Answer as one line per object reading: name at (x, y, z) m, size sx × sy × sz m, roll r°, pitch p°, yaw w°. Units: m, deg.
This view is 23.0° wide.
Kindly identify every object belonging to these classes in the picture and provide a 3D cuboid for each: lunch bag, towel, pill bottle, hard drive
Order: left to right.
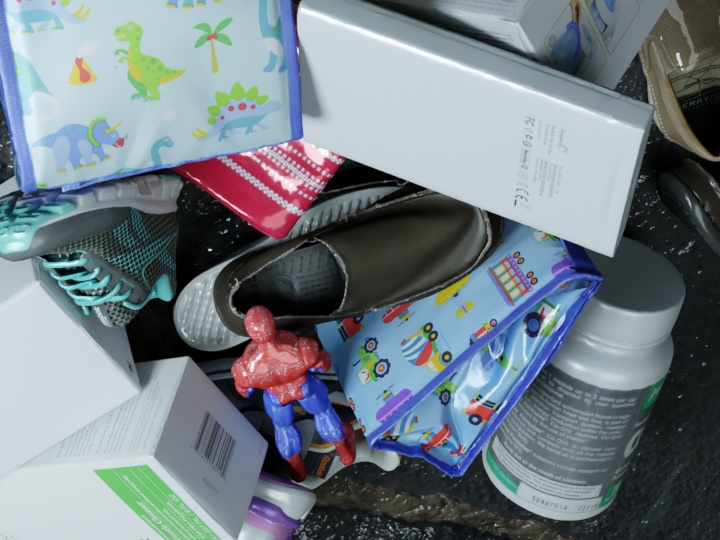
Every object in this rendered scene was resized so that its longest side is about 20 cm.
lunch bag at (-0.127, -0.155, 0.989) m, size 0.169 × 0.127 × 0.202 m, roll -12°, pitch 100°, yaw -10°
towel at (-0.052, -0.130, 1.094) m, size 0.144 × 0.023 × 0.200 m, roll 36°, pitch 112°, yaw -6°
lunch bag at (0.070, 0.012, 1.211) m, size 0.094 × 0.151 × 0.200 m, roll 23°, pitch 117°, yaw -38°
hard drive at (0.060, -0.082, 0.998) m, size 0.199 × 0.026 × 0.132 m, roll 22°, pitch 152°, yaw 12°
pill bottle at (0.168, 0.080, 1.330) m, size 0.112 × 0.113 × 0.201 m, roll 0°, pitch 129°, yaw -20°

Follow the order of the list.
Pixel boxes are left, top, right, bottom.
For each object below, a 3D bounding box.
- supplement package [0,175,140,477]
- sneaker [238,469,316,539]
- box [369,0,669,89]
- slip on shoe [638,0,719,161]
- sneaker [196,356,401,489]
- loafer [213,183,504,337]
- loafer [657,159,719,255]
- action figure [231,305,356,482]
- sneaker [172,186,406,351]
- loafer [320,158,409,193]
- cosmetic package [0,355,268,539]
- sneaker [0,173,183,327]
supplement package at (-0.263, 0.057, 1.146) m, size 0.199 × 0.120 × 0.121 m, roll -31°, pitch 131°, yaw 6°
sneaker at (-0.086, 0.191, 1.286) m, size 0.080 × 0.200 × 0.089 m, roll 19°, pitch 79°, yaw -3°
box at (0.115, -0.188, 1.032) m, size 0.201 × 0.112 × 0.102 m, roll -55°, pitch 136°, yaw -21°
slip on shoe at (0.218, -0.159, 1.188) m, size 0.075 × 0.061 × 0.201 m, roll -19°, pitch 132°, yaw -5°
sneaker at (-0.059, 0.112, 1.287) m, size 0.198 × 0.080 × 0.079 m, roll -1°, pitch 147°, yaw -19°
loafer at (0.000, 0.000, 1.137) m, size 0.199 × 0.071 × 0.073 m, roll -23°, pitch 96°, yaw 3°
loafer at (0.293, -0.040, 1.305) m, size 0.199 × 0.073 × 0.071 m, roll 27°, pitch 107°, yaw -42°
action figure at (-0.047, 0.077, 1.162) m, size 0.065 × 0.052 × 0.200 m, roll -15°, pitch 151°, yaw 2°
sneaker at (-0.034, -0.008, 1.214) m, size 0.199 × 0.082 × 0.074 m, roll -20°, pitch 97°, yaw 4°
loafer at (0.039, -0.085, 1.174) m, size 0.198 × 0.071 × 0.073 m, roll -15°, pitch 132°, yaw -8°
cosmetic package at (-0.177, 0.129, 1.199) m, size 0.199 × 0.085 × 0.108 m, roll -11°, pitch 136°, yaw 33°
sneaker at (-0.156, -0.010, 1.071) m, size 0.077 × 0.200 × 0.092 m, roll -6°, pitch 93°, yaw 21°
